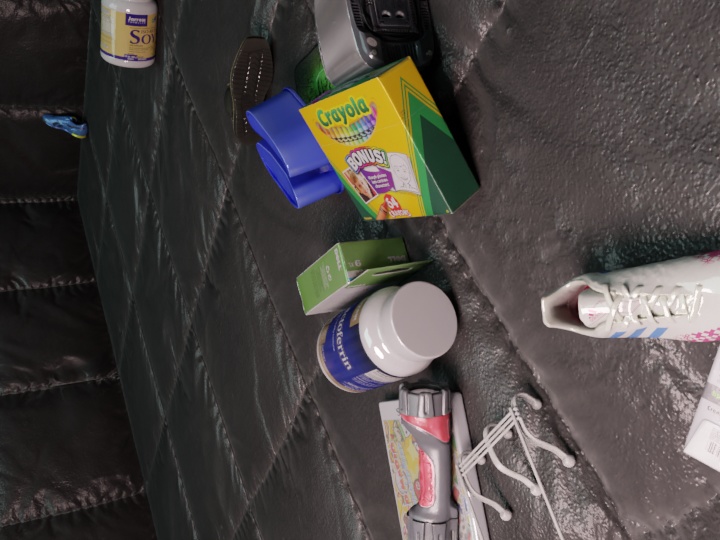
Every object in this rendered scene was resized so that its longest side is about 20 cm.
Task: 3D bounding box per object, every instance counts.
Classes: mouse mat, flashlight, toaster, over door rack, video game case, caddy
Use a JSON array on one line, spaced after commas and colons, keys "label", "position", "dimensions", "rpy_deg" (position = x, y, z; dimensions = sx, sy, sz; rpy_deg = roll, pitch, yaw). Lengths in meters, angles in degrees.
[{"label": "mouse mat", "position": [-0.055, -0.283, 1.122], "dimensions": [0.200, 0.007, 0.162], "rpy_deg": [-22, 76, 58]}, {"label": "flashlight", "position": [0.079, 0.238, 0.871], "dimensions": [0.068, 0.068, 0.202], "rpy_deg": [12, 104, 58]}, {"label": "toaster", "position": [0.009, -0.321, 0.897], "dimensions": [0.129, 0.113, 0.202], "rpy_deg": [-17, 83, 62]}, {"label": "over door rack", "position": [0.167, 0.253, 0.747], "dimensions": [0.148, 0.066, 0.201], "rpy_deg": [117, 158, -44]}, {"label": "video game case", "position": [0.092, 0.267, 0.942], "dimensions": [0.182, 0.023, 0.202], "rpy_deg": [-24, 74, 59]}, {"label": "caddy", "position": [-0.091, -0.192, 1.097], "dimensions": [0.200, 0.105, 0.142], "rpy_deg": [53, 163, 37]}]

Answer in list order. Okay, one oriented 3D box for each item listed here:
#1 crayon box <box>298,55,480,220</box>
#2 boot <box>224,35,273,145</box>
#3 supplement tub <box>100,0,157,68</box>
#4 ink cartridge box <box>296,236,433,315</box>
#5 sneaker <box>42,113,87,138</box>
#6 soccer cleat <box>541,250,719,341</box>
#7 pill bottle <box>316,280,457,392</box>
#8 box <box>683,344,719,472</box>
[{"label": "crayon box", "position": [0.029, -0.150, 0.867], "dimensions": [0.173, 0.058, 0.200], "rpy_deg": [57, 156, -18]}, {"label": "boot", "position": [-0.226, -0.357, 1.347], "dimensions": [0.139, 0.077, 0.201], "rpy_deg": [55, 139, 48]}, {"label": "supplement tub", "position": [-0.617, -0.660, 1.904], "dimensions": [0.145, 0.145, 0.201], "rpy_deg": [49, 135, 45]}, {"label": "ink cartridge box", "position": [0.000, 0.000, 0.976], "dimensions": [0.200, 0.103, 0.060], "rpy_deg": [-37, 64, 57]}, {"label": "sneaker", "position": [-1.224, -0.621, 2.962], "dimensions": [0.066, 0.199, 0.079], "rpy_deg": [-64, -4, -56]}, {"label": "soccer cleat", "position": [0.235, 0.029, 0.586], "dimensions": [0.200, 0.086, 0.070], "rpy_deg": [-16, 81, 60]}, {"label": "pill bottle", "position": [0.032, 0.087, 0.924], "dimensions": [0.200, 0.115, 0.117], "rpy_deg": [-34, 66, 56]}, {"label": "box", "position": [0.318, 0.069, 0.462], "dimensions": [0.155, 0.041, 0.201], "rpy_deg": [27, 120, 41]}]
